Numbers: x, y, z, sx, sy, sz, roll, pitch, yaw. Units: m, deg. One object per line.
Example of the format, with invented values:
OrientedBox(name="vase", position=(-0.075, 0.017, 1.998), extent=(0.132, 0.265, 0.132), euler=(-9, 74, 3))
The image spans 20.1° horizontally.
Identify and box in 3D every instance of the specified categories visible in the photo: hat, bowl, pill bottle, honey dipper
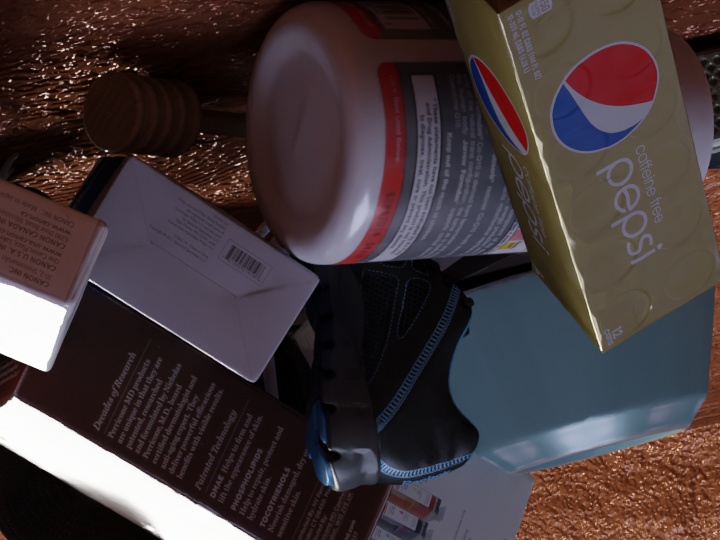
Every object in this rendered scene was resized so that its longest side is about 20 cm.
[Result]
OrientedBox(name="hat", position=(-0.128, 0.075, 1.145), extent=(0.199, 0.202, 0.081), euler=(-12, 137, 10))
OrientedBox(name="bowl", position=(0.130, 0.058, 1.223), extent=(0.199, 0.106, 0.201), euler=(-14, 170, -2))
OrientedBox(name="pill bottle", position=(0.057, -0.065, 0.936), extent=(0.198, 0.117, 0.116), euler=(-3, 166, -29))
OrientedBox(name="honey dipper", position=(-0.056, -0.070, 1.011), extent=(0.038, 0.038, 0.199), euler=(-18, 167, 34))

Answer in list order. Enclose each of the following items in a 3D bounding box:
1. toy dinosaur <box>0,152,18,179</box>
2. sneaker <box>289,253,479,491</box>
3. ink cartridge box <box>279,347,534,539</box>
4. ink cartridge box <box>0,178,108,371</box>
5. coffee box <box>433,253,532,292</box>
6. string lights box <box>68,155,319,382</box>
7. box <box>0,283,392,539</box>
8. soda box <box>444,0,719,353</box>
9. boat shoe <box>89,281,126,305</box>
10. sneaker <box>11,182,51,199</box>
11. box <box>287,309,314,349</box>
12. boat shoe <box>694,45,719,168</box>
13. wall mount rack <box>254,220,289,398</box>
OrientedBox(name="toy dinosaur", position=(-0.224, 0.041, 1.008), extent=(0.101, 0.202, 0.077), euler=(1, -156, -20))
OrientedBox(name="sneaker", position=(0.010, 0.006, 0.996), extent=(0.081, 0.202, 0.073), euler=(-2, 170, -13))
OrientedBox(name="ink cartridge box", position=(-0.023, 0.148, 1.264), extent=(0.199, 0.146, 0.145), euler=(33, 162, -35))
OrientedBox(name="ink cartridge box", position=(-0.216, -0.014, 0.868), extent=(0.199, 0.045, 0.176), euler=(23, 158, -6))
OrientedBox(name="coffee box", position=(0.076, -0.025, 1.223), extent=(0.112, 0.081, 0.200), euler=(-5, 167, -31))
OrientedBox(name="string lights box", position=(-0.092, -0.006, 0.986), extent=(0.102, 0.059, 0.200), euler=(33, 176, -11))
OrientedBox(name="box", position=(-0.093, 0.090, 1.040), extent=(0.199, 0.075, 0.100), euler=(34, 156, -15))
OrientedBox(name="soda box", position=(0.091, -0.062, 0.832), extent=(0.067, 0.064, 0.201), euler=(-30, 134, -7))
OrientedBox(name="boat shoe", position=(-0.160, 0.017, 1.254), extent=(0.198, 0.067, 0.074), euler=(1, 165, -43))
OrientedBox(name="sneaker", position=(-0.254, 0.002, 1.068), extent=(0.198, 0.083, 0.074), euler=(-13, 167, -2))
OrientedBox(name="box", position=(-0.092, 0.053, 1.418), extent=(0.199, 0.037, 0.144), euler=(-18, -167, 29))
OrientedBox(name="boat shoe", position=(0.225, -0.091, 1.078), extent=(0.198, 0.075, 0.062), euler=(-8, 174, 12))
OrientedBox(name="wall mount rack", position=(0.000, 0.000, 1.097), extent=(0.074, 0.174, 0.199), euler=(42, 144, -17))
